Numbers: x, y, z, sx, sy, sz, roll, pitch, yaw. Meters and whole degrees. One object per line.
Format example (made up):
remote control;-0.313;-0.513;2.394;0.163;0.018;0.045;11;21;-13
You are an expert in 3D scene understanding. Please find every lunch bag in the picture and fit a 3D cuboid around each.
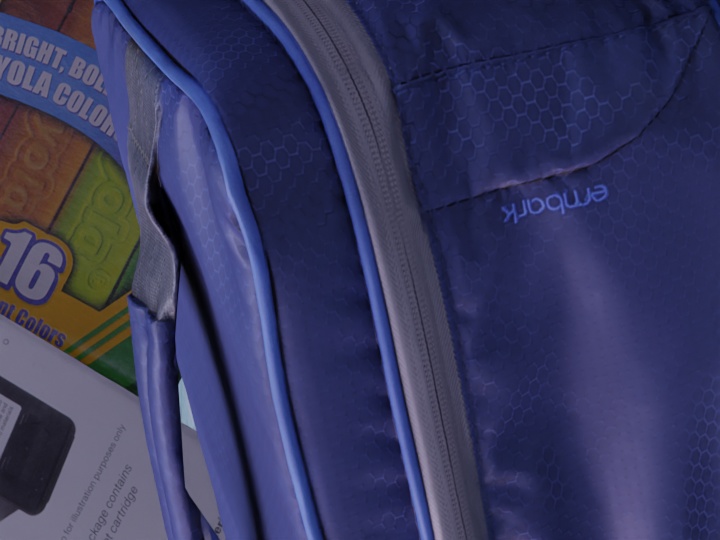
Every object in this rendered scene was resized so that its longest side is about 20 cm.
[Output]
lunch bag;0.013;0.019;0.614;0.136;0.132;0.201;-127;23;-63

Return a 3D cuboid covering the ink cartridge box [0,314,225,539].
ink cartridge box;-0.151;0.058;0.867;0.199;0.084;0.145;32;160;-14

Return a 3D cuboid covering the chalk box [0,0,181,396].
chalk box;-0.089;-0.056;0.932;0.201;0.124;0.124;-65;9;-18
